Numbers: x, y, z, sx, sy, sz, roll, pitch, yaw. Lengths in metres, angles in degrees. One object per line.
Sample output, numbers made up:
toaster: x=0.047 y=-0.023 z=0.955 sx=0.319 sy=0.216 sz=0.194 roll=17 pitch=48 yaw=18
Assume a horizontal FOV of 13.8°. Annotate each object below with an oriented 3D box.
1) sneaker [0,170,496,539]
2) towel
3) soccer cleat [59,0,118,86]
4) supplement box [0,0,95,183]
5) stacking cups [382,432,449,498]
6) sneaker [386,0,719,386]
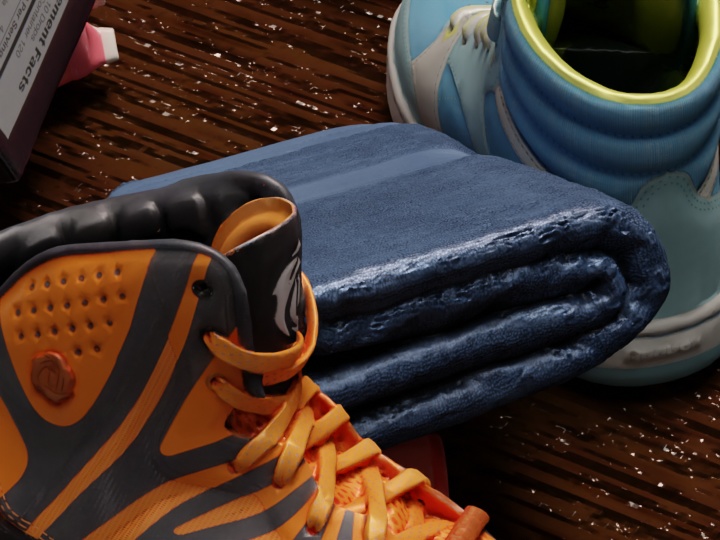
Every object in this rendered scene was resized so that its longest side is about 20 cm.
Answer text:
sneaker: x=-0.011 y=0.046 z=0.657 sx=0.200 sy=0.112 sz=0.078 roll=18 pitch=20 yaw=8
towel: x=0.000 y=0.000 z=0.808 sx=0.111 sy=0.049 sz=0.200 roll=-17 pitch=13 yaw=-15
soccer cleat: x=-0.137 y=-0.125 z=1.021 sx=0.076 sy=0.067 sz=0.200 roll=-13 pitch=41 yaw=-10
supplement box: x=-0.170 y=-0.118 z=0.856 sx=0.110 sy=0.200 sz=0.086 roll=6 pitch=60 yaw=26
stacking cups: x=-0.078 y=0.066 z=0.775 sx=0.200 sy=0.061 sz=0.061 roll=0 pitch=36 yaw=-8
sneaker: x=0.061 y=-0.072 z=0.890 sx=0.079 sy=0.131 sz=0.200 roll=-14 pitch=38 yaw=-15
